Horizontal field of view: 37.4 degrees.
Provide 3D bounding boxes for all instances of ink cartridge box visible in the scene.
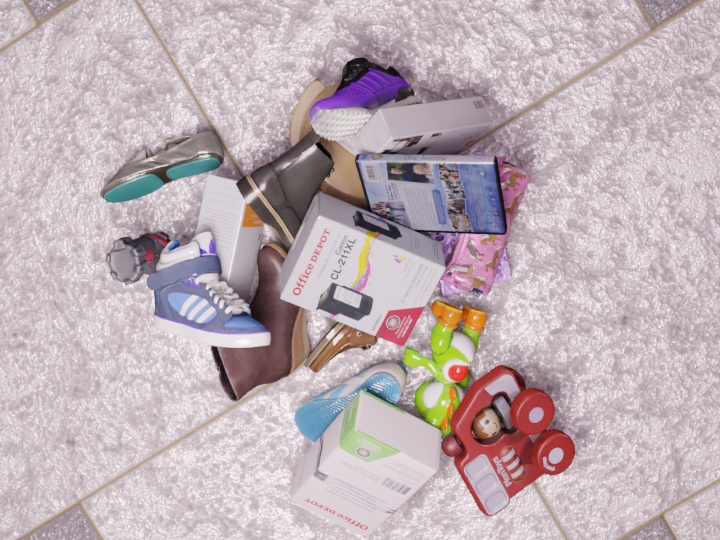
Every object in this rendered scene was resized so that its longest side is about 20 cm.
[{"bbox_3d":[0.007,0.290,1.583,0.144,0.085,0.200,28,128,-15],"label":"ink cartridge box"},{"bbox_3d":[0.000,0.000,1.517,0.198,0.083,0.147,21,116,-13],"label":"ink cartridge box"}]

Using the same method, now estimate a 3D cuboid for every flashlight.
[{"bbox_3d":[-0.319,-0.015,1.554,0.067,0.200,0.069,30,98,-3],"label":"flashlight"}]

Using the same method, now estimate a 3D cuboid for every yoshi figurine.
[{"bbox_3d":[0.124,0.149,1.615,0.111,0.112,0.203,14,94,20],"label":"yoshi figurine"}]

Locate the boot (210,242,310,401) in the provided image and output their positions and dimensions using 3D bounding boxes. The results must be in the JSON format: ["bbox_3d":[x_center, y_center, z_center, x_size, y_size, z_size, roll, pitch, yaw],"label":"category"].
[{"bbox_3d":[-0.154,0.075,1.581,0.072,0.165,0.203,-3,106,44],"label":"boot"}]

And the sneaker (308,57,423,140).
[{"bbox_3d":[-0.008,-0.248,1.496,0.069,0.199,0.100,-39,73,44],"label":"sneaker"}]

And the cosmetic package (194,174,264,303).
[{"bbox_3d":[-0.199,-0.037,1.591,0.070,0.101,0.203,15,98,15],"label":"cosmetic package"}]

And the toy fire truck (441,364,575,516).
[{"bbox_3d":[0.209,0.250,1.580,0.167,0.112,0.201,-35,116,-9],"label":"toy fire truck"}]

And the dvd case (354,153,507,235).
[{"bbox_3d":[0.100,-0.105,1.481,0.197,0.018,0.144,3,141,18],"label":"dvd case"}]

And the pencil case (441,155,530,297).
[{"bbox_3d":[0.182,-0.066,1.561,0.082,0.087,0.202,19,95,-3],"label":"pencil case"}]

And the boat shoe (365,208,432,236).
[{"bbox_3d":[0.050,-0.072,1.596,0.197,0.068,0.073,-16,87,11],"label":"boat shoe"}]

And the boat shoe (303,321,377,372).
[{"bbox_3d":[-0.001,0.091,1.621,0.068,0.072,0.200,43,96,-3],"label":"boat shoe"}]

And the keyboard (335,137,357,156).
[{"bbox_3d":[0.052,-0.156,1.549,0.199,0.011,0.057,37,84,-1],"label":"keyboard"}]

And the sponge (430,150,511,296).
[{"bbox_3d":[0.157,-0.071,1.619,0.110,0.030,0.203,-12,96,3],"label":"sponge"}]

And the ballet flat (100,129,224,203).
[{"bbox_3d":[-0.303,-0.160,1.614,0.197,0.067,0.064,-18,69,3],"label":"ballet flat"}]

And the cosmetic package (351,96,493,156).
[{"bbox_3d":[0.091,-0.198,1.521,0.198,0.082,0.051,-14,75,-37],"label":"cosmetic package"}]

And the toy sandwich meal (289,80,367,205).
[{"bbox_3d":[-0.010,-0.192,1.594,0.202,0.070,0.209,0,93,-9],"label":"toy sandwich meal"}]

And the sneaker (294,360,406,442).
[{"bbox_3d":[-0.013,0.203,1.637,0.198,0.081,0.077,-26,97,24],"label":"sneaker"}]

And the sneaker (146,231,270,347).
[{"bbox_3d":[-0.208,0.022,1.494,0.198,0.080,0.149,10,96,29],"label":"sneaker"}]

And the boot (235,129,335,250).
[{"bbox_3d":[-0.074,-0.107,1.541,0.138,0.200,0.078,-37,61,5],"label":"boot"}]
